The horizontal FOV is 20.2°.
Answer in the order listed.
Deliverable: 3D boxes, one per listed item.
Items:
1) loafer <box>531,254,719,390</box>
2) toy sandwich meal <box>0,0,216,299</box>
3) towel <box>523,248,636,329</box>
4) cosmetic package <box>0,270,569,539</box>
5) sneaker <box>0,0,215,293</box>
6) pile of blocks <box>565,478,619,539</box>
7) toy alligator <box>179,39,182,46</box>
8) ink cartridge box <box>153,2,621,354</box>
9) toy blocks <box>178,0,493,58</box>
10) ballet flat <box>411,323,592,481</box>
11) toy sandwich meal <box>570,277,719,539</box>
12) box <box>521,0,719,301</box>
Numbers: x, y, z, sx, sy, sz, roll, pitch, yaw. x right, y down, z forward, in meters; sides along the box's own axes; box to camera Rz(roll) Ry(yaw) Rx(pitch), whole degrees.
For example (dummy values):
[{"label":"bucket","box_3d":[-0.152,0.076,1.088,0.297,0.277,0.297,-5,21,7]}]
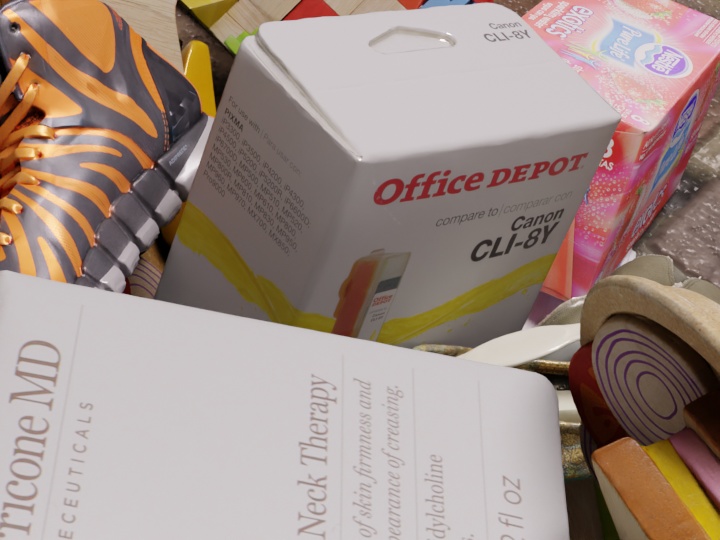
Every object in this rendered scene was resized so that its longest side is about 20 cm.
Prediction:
[{"label":"loafer","box_3d":[0.124,0.034,0.921,0.070,0.075,0.200,52,22,25]},{"label":"toy sandwich meal","box_3d":[-0.117,-0.059,0.897,0.205,0.070,0.205,33,43,-36]},{"label":"towel","box_3d":[0.040,-0.001,1.001,0.200,0.024,0.147,19,36,0]},{"label":"cosmetic package","box_3d":[-0.047,0.129,0.680,0.200,0.167,0.167,11,38,-9]},{"label":"sneaker","box_3d":[-0.139,-0.032,0.787,0.112,0.078,0.200,50,43,-19]},{"label":"pile of blocks","box_3d":[0.069,0.118,0.849,0.200,0.082,0.062,-9,87,-20]},{"label":"toy alligator","box_3d":[-0.122,-0.128,1.064,0.059,0.054,0.200,15,37,-7]},{"label":"ink cartridge box","box_3d":[0.000,0.000,0.829,0.145,0.200,0.083,-12,46,-39]},{"label":"toy blocks","box_3d":[-0.004,-0.144,1.021,0.200,0.137,0.100,46,1,25]},{"label":"ballet flat","box_3d":[0.108,0.051,0.799,0.200,0.071,0.071,-2,38,3]},{"label":"toy sandwich meal","box_3d":[0.112,0.097,0.650,0.070,0.205,0.205,-29,53,-12]},{"label":"box","box_3d":[0.115,-0.074,1.034,0.095,0.103,0.200,24,27,13]}]
